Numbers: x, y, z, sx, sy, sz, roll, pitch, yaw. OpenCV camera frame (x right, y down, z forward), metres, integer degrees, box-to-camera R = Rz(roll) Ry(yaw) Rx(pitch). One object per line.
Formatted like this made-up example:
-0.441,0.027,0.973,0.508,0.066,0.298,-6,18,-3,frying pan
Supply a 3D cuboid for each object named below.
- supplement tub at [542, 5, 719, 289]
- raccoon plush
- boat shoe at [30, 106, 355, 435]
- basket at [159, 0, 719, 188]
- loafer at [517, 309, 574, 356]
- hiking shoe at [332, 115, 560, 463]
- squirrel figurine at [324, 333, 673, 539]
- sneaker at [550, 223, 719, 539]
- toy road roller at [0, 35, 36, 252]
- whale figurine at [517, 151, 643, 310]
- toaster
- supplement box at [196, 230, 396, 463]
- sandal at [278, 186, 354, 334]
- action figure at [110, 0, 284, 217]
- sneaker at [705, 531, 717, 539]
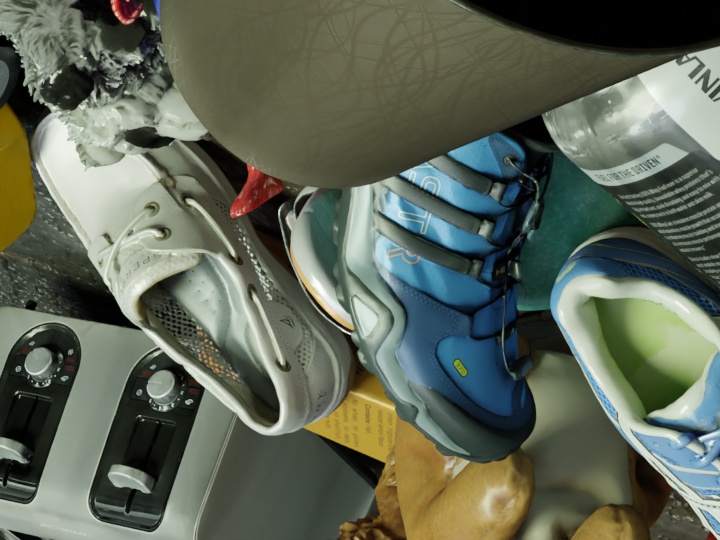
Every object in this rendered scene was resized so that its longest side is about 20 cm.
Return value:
0.148,-0.054,0.977,0.200,0.123,0.122,39,152,-20,supplement tub
-0.129,-0.134,1.196,0.201,0.096,0.134,57,170,9,raccoon plush
-0.087,-0.005,1.299,0.200,0.069,0.071,45,117,9,boat shoe
0.019,-0.104,0.849,0.180,0.137,0.200,27,159,-10,basket
0.113,0.000,1.179,0.199,0.072,0.063,-5,129,38,loafer
0.036,-0.022,1.019,0.086,0.074,0.201,-10,108,28,hiking shoe
0.052,0.136,1.170,0.141,0.188,0.200,19,155,-20,squirrel figurine
0.139,0.067,1.012,0.200,0.076,0.077,44,-165,13,sneaker
-0.243,-0.065,1.290,0.123,0.146,0.200,45,162,20,toy road roller
0.039,-0.064,1.088,0.159,0.104,0.200,-5,136,50,whale figurine
-0.105,0.115,1.505,0.180,0.119,0.200,10,158,32,toaster
0.022,0.054,1.357,0.199,0.067,0.069,23,151,12,supplement box
-0.005,-0.007,1.161,0.059,0.207,0.079,-38,89,19,sandal
-0.067,-0.122,1.094,0.065,0.052,0.201,-20,99,30,action figure
0.220,0.092,1.234,0.085,0.077,0.200,44,140,-17,sneaker
